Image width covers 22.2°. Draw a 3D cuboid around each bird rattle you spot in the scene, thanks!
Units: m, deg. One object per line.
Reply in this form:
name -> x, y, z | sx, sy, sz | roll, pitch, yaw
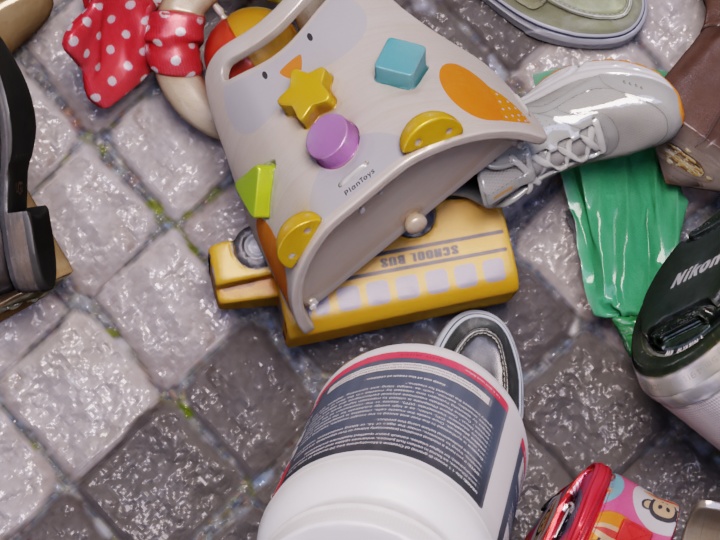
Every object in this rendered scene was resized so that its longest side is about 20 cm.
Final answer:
bird rattle -> -0.092, -0.162, 1.242 | 0.200, 0.113, 0.163 | -38, 100, -7

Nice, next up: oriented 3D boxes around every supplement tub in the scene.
supplement tub -> 0.019, 0.144, 1.066 | 0.139, 0.200, 0.141 | 5, 116, 11

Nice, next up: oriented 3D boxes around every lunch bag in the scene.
lunch bag -> 0.126, 0.224, 1.136 | 0.082, 0.176, 0.201 | 28, 69, 0

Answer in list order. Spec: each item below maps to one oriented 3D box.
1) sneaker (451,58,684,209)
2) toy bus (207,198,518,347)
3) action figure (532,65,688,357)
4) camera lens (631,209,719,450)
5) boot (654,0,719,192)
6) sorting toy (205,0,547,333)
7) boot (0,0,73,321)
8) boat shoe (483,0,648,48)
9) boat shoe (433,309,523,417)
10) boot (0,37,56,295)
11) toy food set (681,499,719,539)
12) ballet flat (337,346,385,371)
sneaker -> 0.112, -0.077, 1.198 | 0.198, 0.076, 0.092 | -8, 41, 16
toy bus -> 0.000, 0.000, 1.238 | 0.198, 0.065, 0.079 | -12, 81, -6
action figure -> 0.181, -0.038, 1.262 | 0.117, 0.055, 0.202 | -2, 75, -6
camera lens -> 0.285, 0.058, 1.172 | 0.200, 0.160, 0.161 | 37, 78, -14
boot -> 0.228, -0.164, 1.263 | 0.186, 0.064, 0.201 | 35, 65, 1
sorting toy -> -0.019, -0.098, 1.158 | 0.200, 0.107, 0.181 | -39, 60, 12
boot -> -0.245, -0.079, 1.240 | 0.174, 0.066, 0.201 | -29, 81, 4
boat shoe -> 0.110, -0.216, 1.288 | 0.199, 0.062, 0.072 | 23, 78, 0
boat shoe -> 0.072, 0.123, 1.214 | 0.071, 0.071, 0.202 | 8, 79, -2
boot -> -0.294, -0.054, 1.177 | 0.173, 0.069, 0.202 | -10, 86, 5
toy food set -> 0.275, 0.264, 1.205 | 0.142, 0.060, 0.202 | 11, 78, -2
ballet flat -> -0.017, 0.143, 1.211 | 0.070, 0.065, 0.201 | 36, 73, -29
